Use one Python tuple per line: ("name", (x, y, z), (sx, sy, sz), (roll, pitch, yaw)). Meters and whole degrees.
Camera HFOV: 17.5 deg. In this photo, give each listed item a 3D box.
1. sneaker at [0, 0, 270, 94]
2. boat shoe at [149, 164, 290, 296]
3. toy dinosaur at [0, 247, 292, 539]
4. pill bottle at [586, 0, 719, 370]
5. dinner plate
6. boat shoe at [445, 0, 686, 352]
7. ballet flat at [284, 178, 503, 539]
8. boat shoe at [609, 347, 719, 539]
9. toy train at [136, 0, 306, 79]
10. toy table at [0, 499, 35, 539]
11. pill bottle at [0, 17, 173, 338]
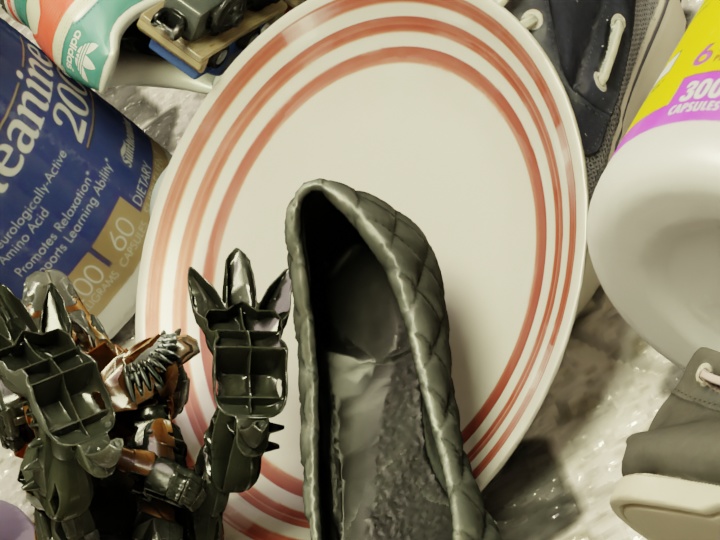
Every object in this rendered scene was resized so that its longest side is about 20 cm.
("sneaker", (-0.042, -0.101, 0.952), (0.199, 0.071, 0.094), (-6, 41, -31))
("boat shoe", (0.012, -0.054, 0.883), (0.200, 0.071, 0.091), (-42, 32, 1))
("toy dinosaur", (-0.070, 0.069, 0.761), (0.102, 0.136, 0.200), (-26, 55, -35))
("pill bottle", (0.151, -0.063, 0.694), (0.104, 0.104, 0.200), (-5, 42, 44))
("dinner plate", (0.000, 0.000, 0.781), (0.199, 0.024, 0.201), (-15, 67, 39))
("boat shoe", (0.050, -0.062, 0.816), (0.074, 0.093, 0.201), (-14, 37, 35))
("ballet flat", (0.003, 0.063, 0.687), (0.066, 0.057, 0.201), (-28, 51, 23))
("boat shoe", (0.141, 0.048, 0.578), (0.199, 0.067, 0.057), (2, 63, 53))
("toy train", (-0.022, -0.118, 0.896), (0.200, 0.034, 0.046), (-37, -20, -51))
("toy table", (-0.182, 0.123, 0.786), (0.183, 0.117, 0.200), (-29, 29, 14))
("pill bottle", (-0.173, -0.055, 0.929), (0.111, 0.200, 0.111), (-33, 36, 28))
